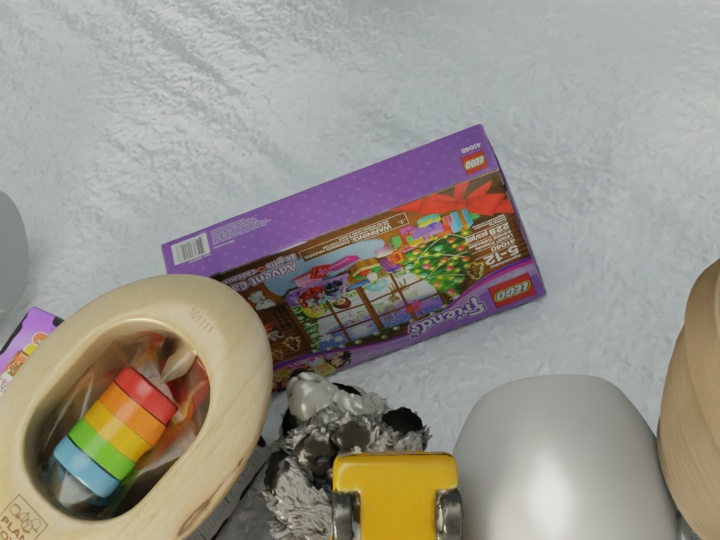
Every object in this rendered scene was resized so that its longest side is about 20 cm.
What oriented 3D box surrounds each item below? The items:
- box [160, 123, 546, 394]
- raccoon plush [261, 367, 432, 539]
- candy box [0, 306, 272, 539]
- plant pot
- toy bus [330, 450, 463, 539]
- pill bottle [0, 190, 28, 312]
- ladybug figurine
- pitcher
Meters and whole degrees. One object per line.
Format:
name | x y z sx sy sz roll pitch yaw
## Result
box | 0.000 0.000 1.041 0.200 0.137 0.039 -21 54 6
raccoon plush | -0.004 0.153 1.005 0.097 0.134 0.200 -8 89 -3
candy box | -0.180 0.144 1.055 0.168 0.072 0.200 23 69 29
plant pot | 0.220 0.091 0.908 0.093 0.201 0.201 -37 47 37
toy bus | 0.018 0.192 0.897 0.065 0.078 0.200 -1 89 -3
pill bottle | -0.330 -0.006 1.171 0.200 0.111 0.111 -5 59 16
ladybug figurine | -0.129 0.092 0.970 0.200 0.072 0.136 -46 75 -2
pitcher | 0.134 0.161 0.924 0.172 0.121 0.200 0 65 -10
